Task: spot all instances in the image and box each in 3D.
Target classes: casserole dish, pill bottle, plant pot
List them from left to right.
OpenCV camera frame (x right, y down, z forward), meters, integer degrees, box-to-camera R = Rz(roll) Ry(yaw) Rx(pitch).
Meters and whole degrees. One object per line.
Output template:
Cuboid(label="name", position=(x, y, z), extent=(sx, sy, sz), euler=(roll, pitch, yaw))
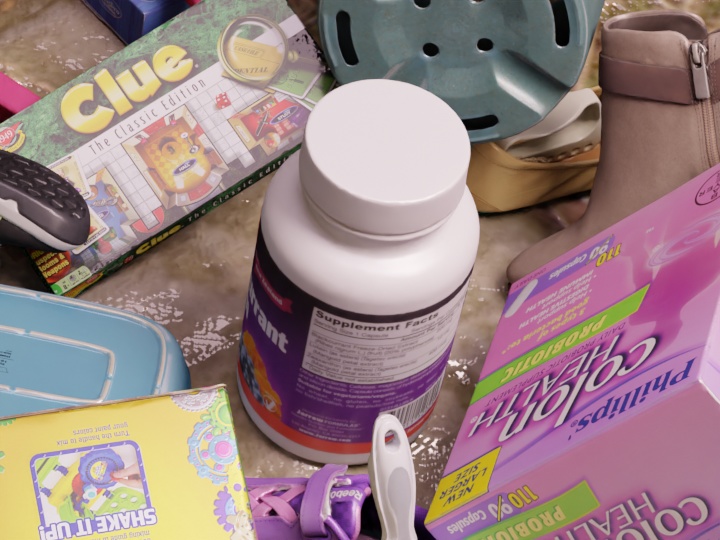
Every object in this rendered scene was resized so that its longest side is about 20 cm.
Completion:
Cuboid(label="casserole dish", position=(-0.179, 0.057, 1.396), extent=(0.200, 0.039, 0.121), euler=(11, 50, 0))
Cuboid(label="pill bottle", position=(0.000, 0.000, 1.369), extent=(0.111, 0.200, 0.112), euler=(5, 50, -6))
Cuboid(label="plant pot", position=(0.062, -0.182, 1.501), extent=(0.200, 0.201, 0.196), euler=(13, 34, 0))

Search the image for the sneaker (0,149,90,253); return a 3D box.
Cuboid(label="sneaker", position=(-0.238, -0.030, 1.435), extent=(0.200, 0.083, 0.072), euler=(18, 13, 16))

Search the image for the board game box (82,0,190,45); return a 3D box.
Cuboid(label="board game box", position=(-0.115, -0.244, 1.652), extent=(0.199, 0.043, 0.200), euler=(-29, 62, -29))

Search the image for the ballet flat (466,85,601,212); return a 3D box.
Cuboid(label="ballet flat", position=(0.145, -0.083, 1.554), extent=(0.200, 0.063, 0.069), euler=(-19, 57, -24))

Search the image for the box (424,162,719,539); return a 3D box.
Cuboid(label="box", position=(0.146, 0.059, 1.322), extent=(0.097, 0.176, 0.200), euler=(45, 37, -18))

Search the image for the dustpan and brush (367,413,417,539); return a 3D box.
Cuboid(label="dustpan and brush", position=(0.017, 0.157, 1.248), extent=(0.139, 0.200, 0.057), euler=(-15, 15, -22))

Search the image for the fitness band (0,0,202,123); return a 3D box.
Cuboid(label="fitness band", position=(-0.166, -0.146, 1.534), extent=(0.200, 0.037, 0.144), euler=(35, 76, 17))

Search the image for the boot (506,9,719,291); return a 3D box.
Cuboid(label="boot", position=(0.154, -0.066, 1.438), extent=(0.200, 0.147, 0.070), euler=(-8, 20, 26))

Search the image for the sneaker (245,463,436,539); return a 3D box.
Cuboid(label="sneaker", position=(-0.032, 0.129, 1.326), extent=(0.200, 0.089, 0.081), euler=(18, 51, 1))

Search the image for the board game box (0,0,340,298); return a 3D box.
Cuboid(label="board game box", position=(-0.110, -0.076, 1.476), extent=(0.200, 0.023, 0.105), euler=(-33, 73, -10))

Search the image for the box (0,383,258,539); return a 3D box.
Cuboid(label="box", position=(-0.111, 0.179, 1.172), extent=(0.122, 0.200, 0.193), euler=(-8, 70, -16))
